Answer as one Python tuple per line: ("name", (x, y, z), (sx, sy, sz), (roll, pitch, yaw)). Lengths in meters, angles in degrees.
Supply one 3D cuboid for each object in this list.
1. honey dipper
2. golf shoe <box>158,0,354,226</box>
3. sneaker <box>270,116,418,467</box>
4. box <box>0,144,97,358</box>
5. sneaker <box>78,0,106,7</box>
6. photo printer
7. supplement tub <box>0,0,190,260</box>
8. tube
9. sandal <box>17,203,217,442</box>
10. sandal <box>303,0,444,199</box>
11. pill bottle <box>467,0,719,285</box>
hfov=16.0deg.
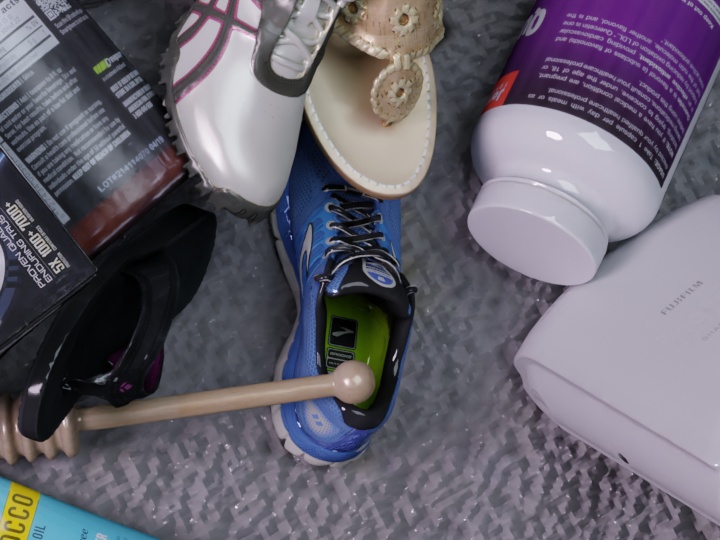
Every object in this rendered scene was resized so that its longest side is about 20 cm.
("honey dipper", (-0.091, 0.068, 1.298), (0.199, 0.038, 0.038), (-8, 78, -1))
("golf shoe", (-0.047, -0.125, 1.296), (0.077, 0.088, 0.201), (17, 67, -41))
("sneaker", (0.000, 0.000, 1.367), (0.078, 0.089, 0.201), (5, 75, -23))
("box", (-0.230, -0.015, 1.212), (0.086, 0.200, 0.164), (-38, 93, -26))
("sneaker", (-0.092, -0.217, 1.397), (0.200, 0.075, 0.087), (-24, 82, -27))
("photo printer", (0.190, 0.042, 1.383), (0.166, 0.200, 0.070), (-38, 126, -16))
("supplement tub", (-0.180, -0.099, 1.309), (0.107, 0.107, 0.200), (-42, 94, -26))
("tube", (-0.138, 0.154, 1.297), (0.199, 0.050, 0.078), (19, 62, -12))
("sandal", (-0.109, 0.024, 1.279), (0.048, 0.076, 0.200), (21, 32, 13))
("sandal", (0.008, -0.148, 1.333), (0.077, 0.070, 0.212), (1, 74, -18))
("pill bottle", (0.133, -0.096, 1.435), (0.112, 0.112, 0.200), (32, 66, -12))
